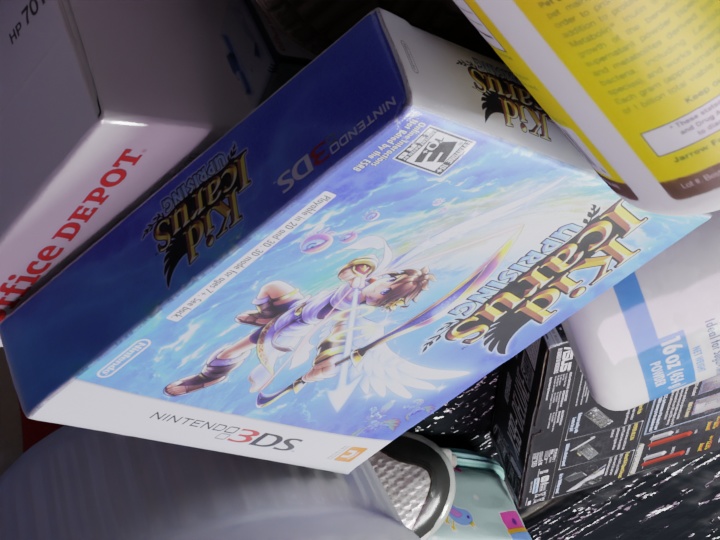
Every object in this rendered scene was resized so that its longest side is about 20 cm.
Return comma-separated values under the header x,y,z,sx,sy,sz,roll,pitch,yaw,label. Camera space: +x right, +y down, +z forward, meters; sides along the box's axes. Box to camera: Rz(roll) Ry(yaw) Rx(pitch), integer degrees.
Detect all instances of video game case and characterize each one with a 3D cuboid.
x,y,z,sx,sy,sz,roll,pitch,yaw,label
0.000,0.000,0.885,0.200,0.046,0.181,-37,149,29,video game case

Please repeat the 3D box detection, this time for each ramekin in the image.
x,y,z,sx,sy,sz,roll,pitch,yaw,label
-0.074,0.127,1.040,0.201,0.095,0.203,-15,151,-9,ramekin

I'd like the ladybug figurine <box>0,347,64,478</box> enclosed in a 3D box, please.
x,y,z,sx,sy,sz,roll,pitch,yaw,label
-0.107,0.070,1.095,0.199,0.072,0.136,-11,151,-17,ladybug figurine

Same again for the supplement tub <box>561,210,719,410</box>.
x,y,z,sx,sy,sz,roll,pitch,yaw,label
0.172,-0.032,1.034,0.199,0.132,0.132,-21,153,3,supplement tub

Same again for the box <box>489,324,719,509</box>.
x,y,z,sx,sy,sz,roll,pitch,yaw,label
0.153,0.044,1.247,0.157,0.050,0.200,-16,153,-9,box

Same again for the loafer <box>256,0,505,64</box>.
x,y,z,sx,sy,sz,roll,pitch,yaw,label
0.021,-0.107,0.869,0.076,0.068,0.200,-35,133,22,loafer

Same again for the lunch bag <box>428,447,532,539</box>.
x,y,z,sx,sy,sz,roll,pitch,yaw,label
-0.013,0.165,1.327,0.160,0.077,0.200,11,138,-39,lunch bag

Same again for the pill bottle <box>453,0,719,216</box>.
x,y,z,sx,sy,sz,roll,pitch,yaw,label
0.075,-0.118,0.776,0.109,0.110,0.200,-31,123,20,pill bottle

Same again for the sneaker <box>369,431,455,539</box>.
x,y,z,sx,sy,sz,roll,pitch,yaw,label
-0.049,0.124,1.185,0.199,0.076,0.088,-11,172,-1,sneaker

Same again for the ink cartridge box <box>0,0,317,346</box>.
x,y,z,sx,sy,sz,roll,pitch,yaw,label
-0.061,-0.039,0.916,0.199,0.086,0.146,3,145,-40,ink cartridge box
